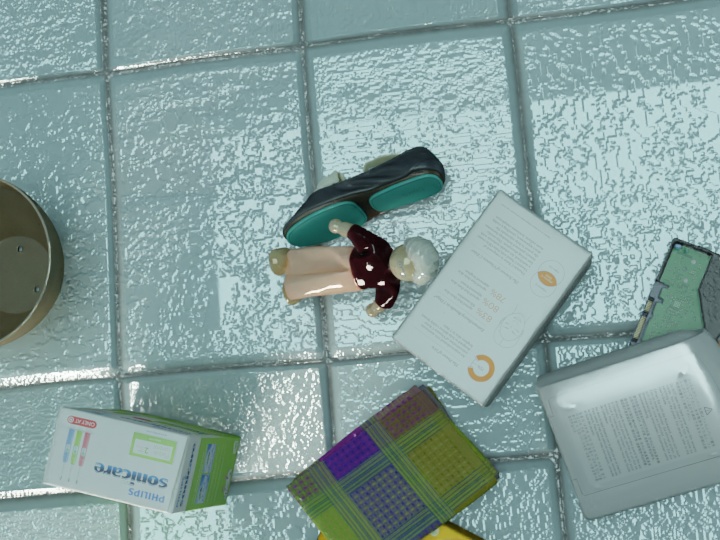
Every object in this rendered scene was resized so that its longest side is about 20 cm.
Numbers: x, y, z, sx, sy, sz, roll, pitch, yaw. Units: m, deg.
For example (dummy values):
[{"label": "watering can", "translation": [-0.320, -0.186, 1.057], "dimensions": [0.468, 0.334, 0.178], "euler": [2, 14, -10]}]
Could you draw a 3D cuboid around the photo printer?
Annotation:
[{"label": "photo printer", "translation": [0.305, 0.158, 1.304], "dimensions": [0.200, 0.069, 0.167], "euler": [-21, 90, 17]}]

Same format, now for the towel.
[{"label": "towel", "translation": [0.038, 0.227, 1.347], "dimensions": [0.200, 0.023, 0.144], "euler": [-35, 68, -17]}]

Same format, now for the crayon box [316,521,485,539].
[{"label": "crayon box", "translation": [0.050, 0.323, 1.361], "dimensions": [0.200, 0.052, 0.126], "euler": [25, 88, 11]}]

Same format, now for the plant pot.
[{"label": "plant pot", "translation": [-0.427, -0.001, 1.442], "dimensions": [0.200, 0.134, 0.201], "euler": [-1, 82, 10]}]

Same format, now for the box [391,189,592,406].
[{"label": "box", "translation": [0.146, 0.033, 1.356], "dimensions": [0.124, 0.097, 0.200], "euler": [36, 90, 12]}]

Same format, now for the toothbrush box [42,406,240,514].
[{"label": "toothbrush box", "translation": [-0.231, 0.204, 1.350], "dimensions": [0.145, 0.200, 0.086], "euler": [11, 86, 12]}]

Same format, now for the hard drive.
[{"label": "hard drive", "translation": [0.405, 0.065, 1.336], "dimensions": [0.200, 0.038, 0.140], "euler": [22, 87, 11]}]

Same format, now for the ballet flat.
[{"label": "ballet flat", "translation": [0.001, -0.089, 1.418], "dimensions": [0.200, 0.073, 0.073], "euler": [-22, 80, 13]}]

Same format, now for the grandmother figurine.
[{"label": "grandmother figurine", "translation": [0.000, 0.000, 1.367], "dimensions": [0.200, 0.061, 0.121], "euler": [-8, 126, 34]}]
